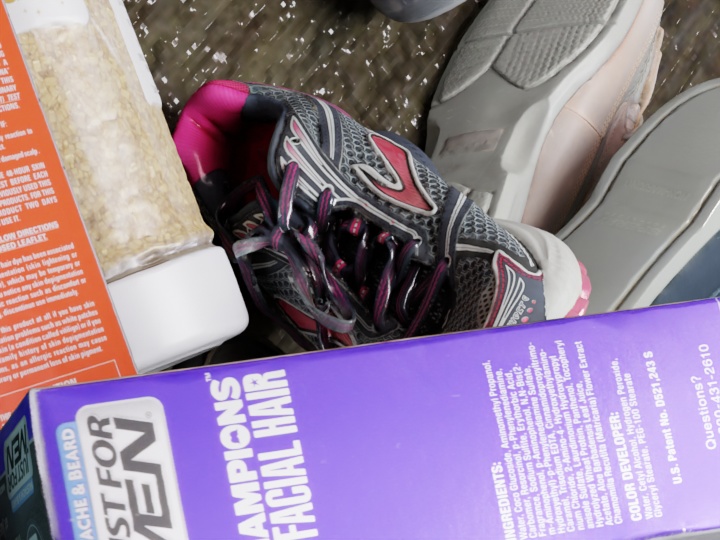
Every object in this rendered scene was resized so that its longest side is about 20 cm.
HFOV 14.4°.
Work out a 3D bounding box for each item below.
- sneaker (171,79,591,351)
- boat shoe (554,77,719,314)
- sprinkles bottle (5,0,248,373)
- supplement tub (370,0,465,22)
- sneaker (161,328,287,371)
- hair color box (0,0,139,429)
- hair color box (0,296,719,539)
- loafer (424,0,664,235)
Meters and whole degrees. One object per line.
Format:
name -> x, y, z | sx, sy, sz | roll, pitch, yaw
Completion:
sneaker -> 0.000, 0.000, 0.873 | 0.074, 0.200, 0.081 | 28, 95, -32
boat shoe -> 0.080, 0.017, 0.937 | 0.200, 0.075, 0.062 | -47, 129, -27
sprinkles bottle -> -0.100, -0.062, 0.873 | 0.068, 0.068, 0.201 | -20, 87, -43
supplement tub -> 0.001, -0.197, 0.973 | 0.200, 0.122, 0.123 | 52, 48, -12
sneaker -> -0.005, 0.082, 0.850 | 0.074, 0.106, 0.201 | 18, 44, -33
hair color box -> -0.126, 0.004, 0.803 | 0.061, 0.101, 0.201 | -16, 84, -42
hair color box -> 0.008, 0.057, 0.716 | 0.199, 0.109, 0.065 | -9, 77, -19
loafer -> 0.061, -0.040, 1.014 | 0.063, 0.072, 0.201 | 53, 52, -35
